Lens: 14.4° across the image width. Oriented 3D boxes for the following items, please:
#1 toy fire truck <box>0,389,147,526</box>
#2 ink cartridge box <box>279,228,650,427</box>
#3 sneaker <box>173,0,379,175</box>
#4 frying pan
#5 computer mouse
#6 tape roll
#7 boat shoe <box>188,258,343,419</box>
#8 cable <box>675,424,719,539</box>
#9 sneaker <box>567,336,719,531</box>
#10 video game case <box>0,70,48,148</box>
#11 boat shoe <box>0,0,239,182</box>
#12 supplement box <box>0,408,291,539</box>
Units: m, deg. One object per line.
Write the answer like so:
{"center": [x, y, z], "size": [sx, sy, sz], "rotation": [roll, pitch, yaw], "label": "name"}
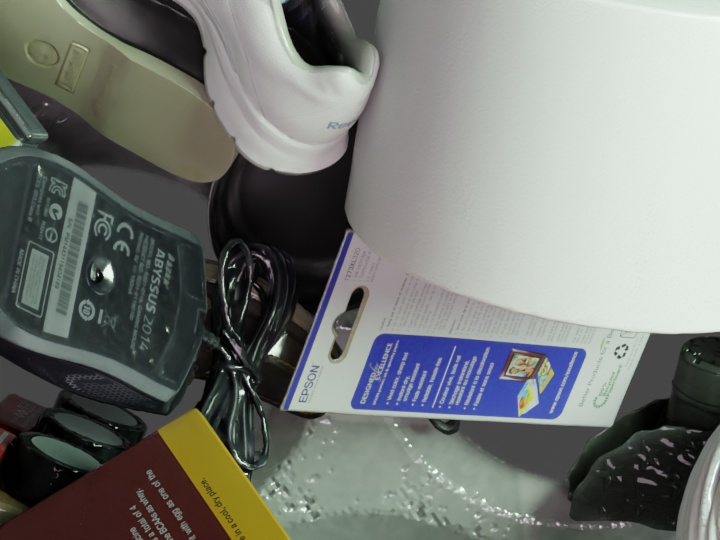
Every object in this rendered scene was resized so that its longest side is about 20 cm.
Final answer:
{"center": [-0.207, 0.070, 1.307], "size": [0.199, 0.176, 0.129], "rotation": [23, 98, 0], "label": "toy fire truck"}
{"center": [0.053, 0.023, 1.330], "size": [0.199, 0.037, 0.095], "rotation": [4, 117, -38], "label": "ink cartridge box"}
{"center": [-0.055, -0.141, 1.239], "size": [0.200, 0.074, 0.087], "rotation": [52, 145, 3], "label": "sneaker"}
{"center": [0.010, -0.013, 1.357], "size": [0.190, 0.031, 0.115], "rotation": [35, 105, -27], "label": "frying pan"}
{"center": [-0.118, 0.018, 1.244], "size": [0.053, 0.139, 0.200], "rotation": [-10, 147, 43], "label": "computer mouse"}
{"center": [0.103, -0.072, 1.241], "size": [0.201, 0.203, 0.140], "rotation": [8, 108, -8], "label": "tape roll"}
{"center": [-0.103, 0.029, 1.331], "size": [0.199, 0.074, 0.075], "rotation": [25, 153, -7], "label": "boat shoe"}
{"center": [0.243, 0.135, 1.305], "size": [0.199, 0.069, 0.201], "rotation": [4, 70, -12], "label": "cable"}
{"center": [0.209, 0.096, 1.408], "size": [0.199, 0.060, 0.105], "rotation": [13, 110, -4], "label": "sneaker"}
{"center": [-0.264, -0.080, 1.260], "size": [0.180, 0.025, 0.200], "rotation": [-39, 82, 12], "label": "video game case"}
{"center": [-0.131, -0.119, 1.285], "size": [0.201, 0.063, 0.074], "rotation": [33, 138, -6], "label": "boat shoe"}
{"center": [-0.092, 0.203, 1.164], "size": [0.199, 0.197, 0.133], "rotation": [-31, 134, -9], "label": "supplement box"}
